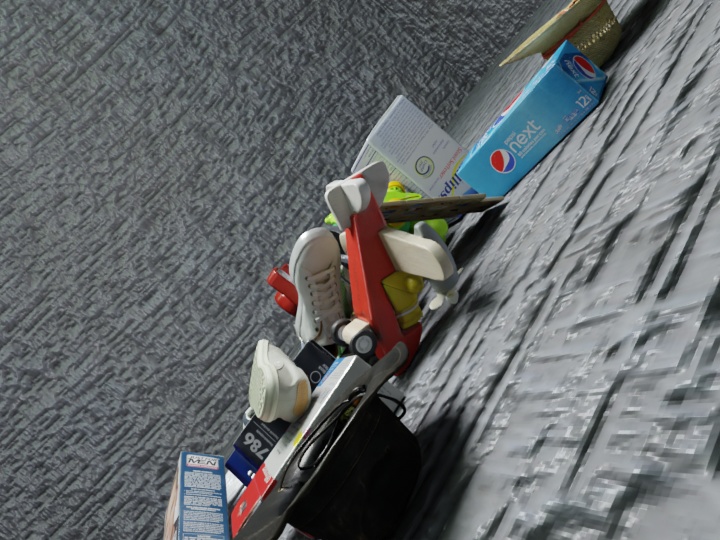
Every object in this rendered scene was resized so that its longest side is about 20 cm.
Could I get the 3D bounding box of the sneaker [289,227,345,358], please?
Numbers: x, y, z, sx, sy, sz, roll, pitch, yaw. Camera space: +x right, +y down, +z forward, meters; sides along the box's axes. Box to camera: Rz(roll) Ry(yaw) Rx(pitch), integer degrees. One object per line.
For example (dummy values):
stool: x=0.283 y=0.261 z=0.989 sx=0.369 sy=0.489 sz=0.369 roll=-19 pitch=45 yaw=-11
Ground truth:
sneaker: x=-0.043 y=0.039 z=0.778 sx=0.071 sy=0.085 sz=0.204 roll=-22 pitch=-41 yaw=-22

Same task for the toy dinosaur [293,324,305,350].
toy dinosaur: x=-0.091 y=0.199 z=1.034 sx=0.177 sy=0.201 sz=0.107 roll=-2 pitch=-51 yaw=-37

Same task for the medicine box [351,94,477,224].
medicine box: x=0.096 y=-0.172 z=1.046 sx=0.104 sy=0.198 sz=0.182 roll=-52 pitch=4 yaw=-11

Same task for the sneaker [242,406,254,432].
sneaker: x=-0.089 y=0.184 z=0.851 sx=0.199 sy=0.071 sz=0.073 roll=-38 pitch=-40 yaw=-48

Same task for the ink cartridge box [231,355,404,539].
ink cartridge box: x=-0.048 y=0.191 z=0.619 sx=0.202 sy=0.067 sz=0.116 roll=-54 pitch=4 yaw=-15

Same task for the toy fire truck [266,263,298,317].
toy fire truck: x=-0.072 y=0.059 z=1.064 sx=0.113 sy=0.198 sz=0.168 roll=-52 pitch=3 yaw=8

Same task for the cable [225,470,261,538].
cable: x=-0.160 y=0.315 z=0.873 sx=0.202 sy=0.069 sz=0.200 roll=-55 pitch=4 yaw=-25

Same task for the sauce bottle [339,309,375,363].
sauce bottle: x=0.012 y=0.083 z=0.878 sx=0.065 sy=0.064 sz=0.201 roll=-50 pitch=8 yaw=30

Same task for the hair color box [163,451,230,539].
hair color box: x=-0.188 y=0.310 z=0.681 sx=0.200 sy=0.059 sz=0.103 roll=-127 pitch=53 yaw=-66

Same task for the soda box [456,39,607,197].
soda box: x=0.205 y=-0.175 z=0.743 sx=0.065 sy=0.067 sz=0.200 roll=-56 pitch=4 yaw=-40

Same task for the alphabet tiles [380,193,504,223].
alphabet tiles: x=0.079 y=-0.078 z=0.785 sx=0.166 sy=0.193 sz=0.007 roll=138 pitch=127 yaw=-86

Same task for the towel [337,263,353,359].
towel: x=-0.008 y=0.056 z=0.962 sx=0.023 sy=0.157 sz=0.201 roll=-4 pitch=24 yaw=18

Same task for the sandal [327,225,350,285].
sandal: x=0.000 y=0.000 z=0.850 sx=0.042 sy=0.199 sz=0.077 roll=-35 pitch=-42 yaw=-20

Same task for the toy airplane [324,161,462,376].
toy airplane: x=0.033 y=-0.017 z=0.654 sx=0.137 sy=0.203 sz=0.202 roll=-9 pitch=-36 yaw=-20

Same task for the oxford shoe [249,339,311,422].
oxford shoe: x=-0.095 y=0.126 z=0.686 sx=0.200 sy=0.056 sz=0.078 roll=-170 pitch=86 yaw=-74

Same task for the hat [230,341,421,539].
hat: x=-0.007 y=0.150 z=0.438 sx=0.201 sy=0.081 sz=0.201 roll=-47 pitch=-1 yaw=-1

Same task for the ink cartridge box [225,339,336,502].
ink cartridge box: x=-0.084 y=0.197 z=0.747 sx=0.202 sy=0.098 sz=0.039 roll=-55 pitch=-10 yaw=1

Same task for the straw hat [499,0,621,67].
straw hat: x=0.282 y=-0.297 z=0.770 sx=0.200 sy=0.086 sz=0.201 roll=-40 pitch=8 yaw=7

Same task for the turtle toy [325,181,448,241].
turtle toy: x=0.041 y=-0.074 z=0.945 sx=0.146 sy=0.193 sz=0.104 roll=-83 pitch=-8 yaw=-68
